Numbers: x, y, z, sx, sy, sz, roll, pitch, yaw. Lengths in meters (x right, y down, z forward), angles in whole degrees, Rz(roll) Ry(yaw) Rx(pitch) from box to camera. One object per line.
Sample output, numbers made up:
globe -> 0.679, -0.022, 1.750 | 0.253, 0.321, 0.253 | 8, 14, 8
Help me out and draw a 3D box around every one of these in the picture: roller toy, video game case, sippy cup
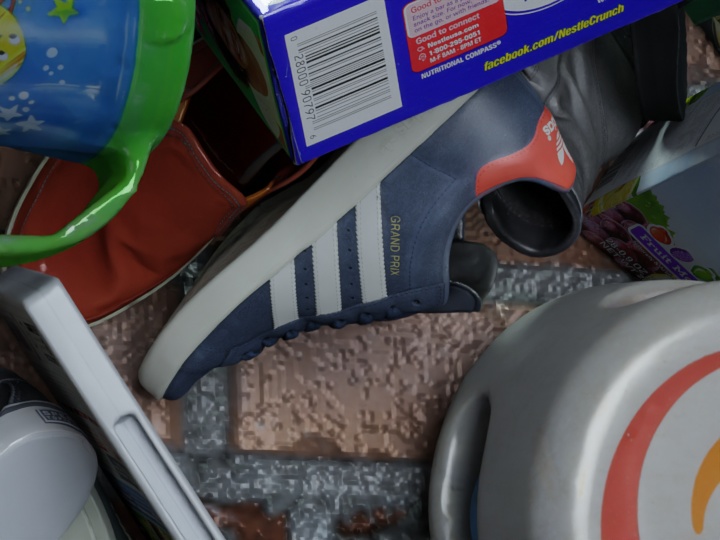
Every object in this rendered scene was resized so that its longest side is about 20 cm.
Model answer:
roller toy -> 0.128, 0.093, 1.199 | 0.200, 0.140, 0.183 | -46, 105, -17
video game case -> -0.072, 0.088, 1.103 | 0.018, 0.143, 0.200 | -33, 99, -10
sippy cup -> -0.141, -0.101, 1.020 | 0.130, 0.140, 0.178 | -6, 46, -26

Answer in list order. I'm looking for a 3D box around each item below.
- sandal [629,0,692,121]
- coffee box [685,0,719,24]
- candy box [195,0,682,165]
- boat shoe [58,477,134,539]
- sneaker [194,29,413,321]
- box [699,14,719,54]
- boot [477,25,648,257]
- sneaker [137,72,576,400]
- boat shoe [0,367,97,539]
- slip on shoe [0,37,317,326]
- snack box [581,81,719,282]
sandal -> 0.127, -0.140, 1.174 | 0.048, 0.201, 0.076 | -1, 54, 10
coffee box -> 0.155, -0.177, 1.195 | 0.044, 0.200, 0.123 | -35, 92, -18
candy box -> 0.003, -0.149, 1.090 | 0.169, 0.077, 0.200 | -24, 44, -14
boat shoe -> -0.100, 0.146, 1.144 | 0.062, 0.073, 0.201 | 2, 63, -67
sneaker -> -0.018, -0.072, 1.208 | 0.200, 0.074, 0.082 | 61, 26, -19
box -> 0.197, -0.211, 1.352 | 0.198, 0.050, 0.200 | -37, 93, -27
boot -> 0.044, -0.112, 1.221 | 0.200, 0.070, 0.132 | 48, 36, -5
sneaker -> 0.000, 0.000, 1.150 | 0.085, 0.200, 0.075 | 44, 25, -9
boat shoe -> -0.186, 0.117, 1.099 | 0.200, 0.068, 0.072 | -48, 136, -4
slip on shoe -> -0.063, -0.045, 1.141 | 0.200, 0.061, 0.074 | -37, 106, 18
snack box -> 0.205, -0.010, 1.223 | 0.168, 0.200, 0.068 | 39, 66, -10
